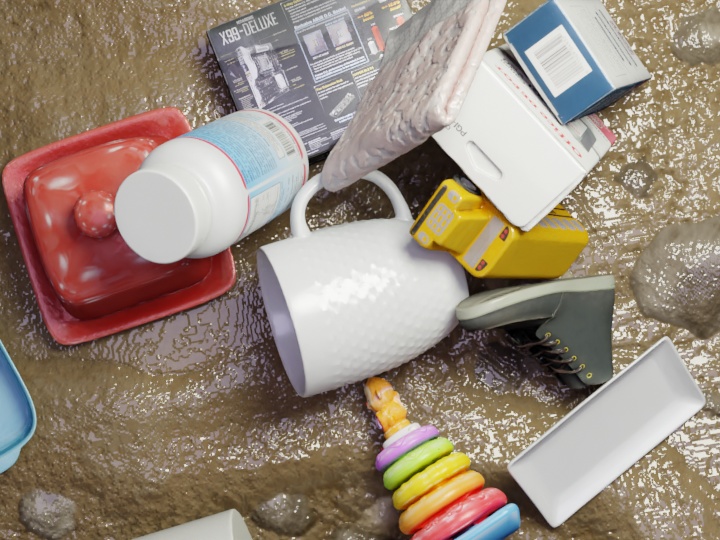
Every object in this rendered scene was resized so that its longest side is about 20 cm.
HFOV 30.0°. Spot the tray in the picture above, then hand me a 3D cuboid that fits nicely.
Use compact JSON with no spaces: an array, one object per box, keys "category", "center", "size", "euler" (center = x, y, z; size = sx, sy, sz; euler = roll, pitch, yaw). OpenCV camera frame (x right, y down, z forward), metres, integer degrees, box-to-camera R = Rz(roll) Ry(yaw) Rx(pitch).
[{"category":"tray","center":[0.238,0.155,1.312],"size":[0.200,0.022,0.107],"euler":[-39,122,-2]}]

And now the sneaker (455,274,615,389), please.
[{"category":"sneaker","center":[0.176,0.064,1.269],"size":[0.199,0.075,0.107],"euler":[-7,90,-38]}]

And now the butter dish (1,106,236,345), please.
[{"category":"butter dish","center":[-0.238,-0.047,1.279],"size":[0.199,0.148,0.200],"euler":[-18,88,-1]}]

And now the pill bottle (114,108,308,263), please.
[{"category":"pill bottle","center":[-0.134,-0.075,1.215],"size":[0.108,0.200,0.109],"euler":[8,111,22]}]

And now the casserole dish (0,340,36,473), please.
[{"category":"casserole dish","center":[-0.397,0.110,1.325],"size":[0.121,0.039,0.200],"euler":[-30,88,-2]}]

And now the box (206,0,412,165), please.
[{"category":"box","center":[-0.033,-0.198,1.336],"size":[0.199,0.050,0.158],"euler":[-23,87,-1]}]

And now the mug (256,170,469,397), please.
[{"category":"mug","center":[0.000,0.000,1.271],"size":[0.175,0.148,0.201],"euler":[-16,98,-13]}]

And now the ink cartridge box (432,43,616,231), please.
[{"category":"ink cartridge box","center":[0.150,-0.132,1.250],"size":[0.146,0.200,0.085],"euler":[47,115,2]}]

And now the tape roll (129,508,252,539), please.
[{"category":"tape roll","center":[-0.154,0.335,1.231],"size":[0.139,0.203,0.203],"euler":[-17,87,-1]}]

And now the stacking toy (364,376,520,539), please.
[{"category":"stacking toy","center":[0.058,0.189,1.298],"size":[0.110,0.116,0.200],"euler":[-32,76,-4]}]

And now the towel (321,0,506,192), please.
[{"category":"towel","center":[0.049,-0.173,1.188],"size":[0.032,0.200,0.192],"euler":[32,63,-18]}]

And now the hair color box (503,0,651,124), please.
[{"category":"hair color box","center":[0.207,-0.199,1.259],"size":[0.060,0.200,0.100],"euler":[-34,87,24]}]

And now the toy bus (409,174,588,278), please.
[{"category":"toy bus","center":[0.131,-0.036,1.252],"size":[0.078,0.200,0.065],"euler":[47,114,25]}]
